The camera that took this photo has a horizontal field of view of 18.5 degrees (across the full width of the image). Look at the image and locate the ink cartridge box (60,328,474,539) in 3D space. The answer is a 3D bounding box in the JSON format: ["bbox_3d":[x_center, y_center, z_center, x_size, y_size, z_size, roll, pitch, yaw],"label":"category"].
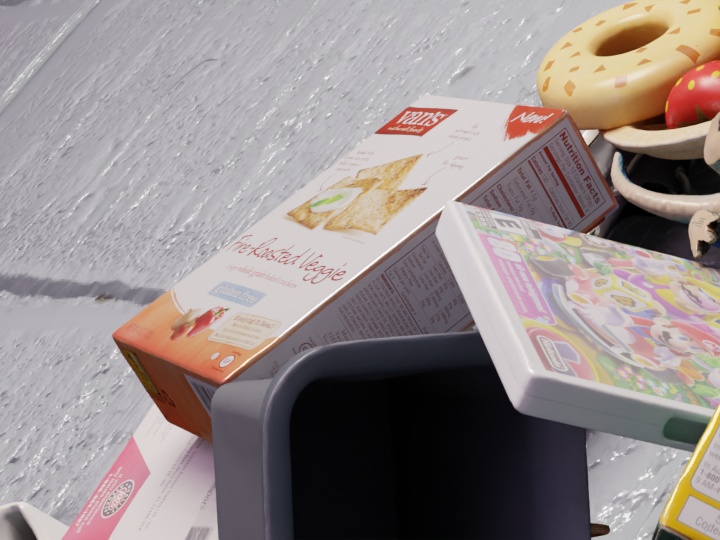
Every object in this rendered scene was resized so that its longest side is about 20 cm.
[{"bbox_3d":[-0.030,0.103,1.033,0.200,0.083,0.147,-6,43,50],"label":"ink cartridge box"}]

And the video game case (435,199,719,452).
[{"bbox_3d":[0.135,0.032,0.815,0.143,0.199,0.018,-111,38,-63],"label":"video game case"}]

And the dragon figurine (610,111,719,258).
[{"bbox_3d":[0.187,-0.025,0.881,0.200,0.099,0.059,-10,69,58],"label":"dragon figurine"}]

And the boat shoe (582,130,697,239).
[{"bbox_3d":[0.134,-0.041,1.086,0.063,0.073,0.200,40,73,21],"label":"boat shoe"}]

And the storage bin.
[{"bbox_3d":[0.012,0.120,0.852,0.145,0.201,0.134,-4,3,-22],"label":"storage bin"}]

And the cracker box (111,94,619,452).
[{"bbox_3d":[0.000,0.000,0.997,0.200,0.058,0.134,-38,21,-18],"label":"cracker box"}]

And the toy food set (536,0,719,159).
[{"bbox_3d":[0.186,-0.120,0.991,0.198,0.049,0.200,-40,19,-16],"label":"toy food set"}]

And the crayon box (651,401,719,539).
[{"bbox_3d":[0.192,0.038,0.721,0.200,0.126,0.052,-58,-13,-23],"label":"crayon box"}]

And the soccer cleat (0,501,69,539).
[{"bbox_3d":[-0.186,0.204,1.091,0.069,0.085,0.200,-17,35,40],"label":"soccer cleat"}]
